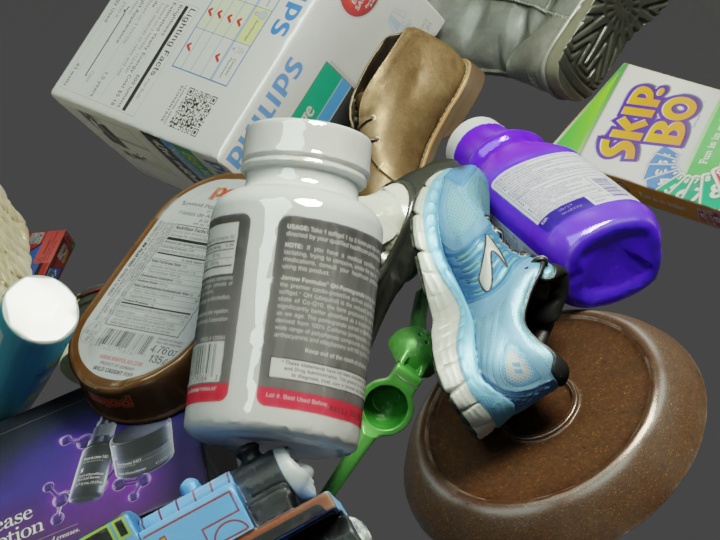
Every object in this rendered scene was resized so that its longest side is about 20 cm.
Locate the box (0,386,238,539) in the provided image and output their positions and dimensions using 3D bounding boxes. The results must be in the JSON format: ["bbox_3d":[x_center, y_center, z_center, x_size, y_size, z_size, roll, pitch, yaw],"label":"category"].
[{"bbox_3d":[-0.181,0.152,1.646,0.199,0.079,0.141,-23,38,7],"label":"box"}]

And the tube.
[{"bbox_3d":[-0.232,0.072,1.697,0.050,0.200,0.078,33,56,1],"label":"tube"}]

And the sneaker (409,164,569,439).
[{"bbox_3d":[0.089,0.012,1.584,0.090,0.078,0.201,-20,50,13],"label":"sneaker"}]

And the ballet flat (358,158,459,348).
[{"bbox_3d":[0.000,0.000,1.662,0.068,0.068,0.200,12,69,55],"label":"ballet flat"}]

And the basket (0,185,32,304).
[{"bbox_3d":[-0.338,-0.015,1.783,0.160,0.200,0.198,-27,33,4],"label":"basket"}]

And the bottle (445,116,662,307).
[{"bbox_3d":[0.120,-0.044,1.672,0.083,0.066,0.200,-18,31,-19],"label":"bottle"}]

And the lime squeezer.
[{"bbox_3d":[0.014,0.076,1.624,0.071,0.038,0.200,-17,37,48],"label":"lime squeezer"}]

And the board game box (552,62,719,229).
[{"bbox_3d":[0.214,-0.083,1.696,0.200,0.030,0.096,20,60,45],"label":"board game box"}]

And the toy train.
[{"bbox_3d":[-0.094,0.183,1.525,0.200,0.087,0.115,-29,79,1],"label":"toy train"}]

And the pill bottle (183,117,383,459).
[{"bbox_3d":[-0.044,0.011,1.580,0.110,0.111,0.201,0,76,30],"label":"pill bottle"}]

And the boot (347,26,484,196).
[{"bbox_3d":[0.010,-0.080,1.754,0.074,0.075,0.200,-11,46,55],"label":"boot"}]

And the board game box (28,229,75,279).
[{"bbox_3d":[-0.289,0.052,1.857,0.103,0.019,0.200,-5,46,29],"label":"board game box"}]

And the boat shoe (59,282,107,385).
[{"bbox_3d":[-0.117,0.024,1.741,0.201,0.074,0.063,-16,50,23],"label":"boat shoe"}]

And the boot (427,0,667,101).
[{"bbox_3d":[0.117,-0.204,1.854,0.200,0.073,0.182,16,57,48],"label":"boot"}]

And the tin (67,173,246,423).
[{"bbox_3d":[-0.113,0.014,1.665,0.112,0.042,0.200,12,54,33],"label":"tin"}]

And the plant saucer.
[{"bbox_3d":[0.114,0.094,1.566,0.200,0.035,0.201,-17,42,16],"label":"plant saucer"}]

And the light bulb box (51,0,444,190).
[{"bbox_3d":[-0.082,-0.154,1.833,0.200,0.125,0.199,24,78,43],"label":"light bulb box"}]
